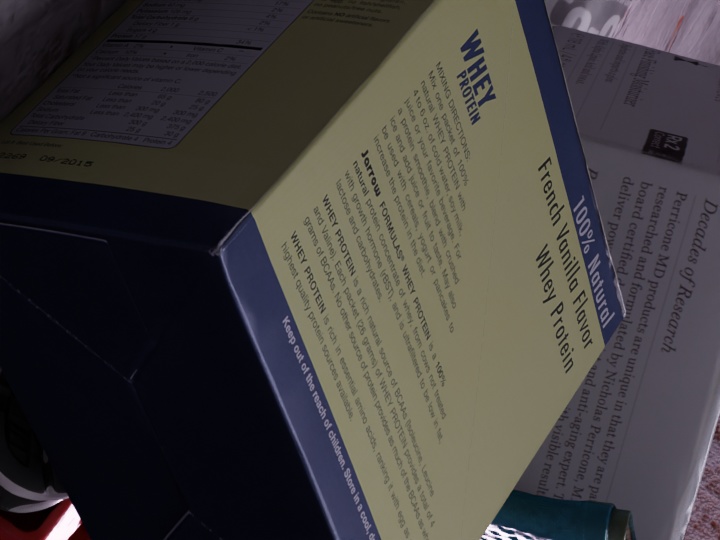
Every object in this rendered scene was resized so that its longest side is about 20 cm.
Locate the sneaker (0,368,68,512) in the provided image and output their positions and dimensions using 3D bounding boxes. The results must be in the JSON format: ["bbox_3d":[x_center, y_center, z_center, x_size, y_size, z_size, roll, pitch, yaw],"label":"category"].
[{"bbox_3d":[-0.099,0.020,0.811,0.200,0.074,0.079,-52,-175,-33],"label":"sneaker"}]

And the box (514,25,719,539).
[{"bbox_3d":[0.118,0.007,0.928,0.199,0.130,0.201,-55,159,-68],"label":"box"}]

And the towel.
[{"bbox_3d":[0.030,0.109,0.849,0.147,0.199,0.022,62,45,-62],"label":"towel"}]

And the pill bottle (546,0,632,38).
[{"bbox_3d":[0.098,-0.171,1.042,0.201,0.113,0.114,-62,168,10],"label":"pill bottle"}]

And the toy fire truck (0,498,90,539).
[{"bbox_3d":[-0.118,0.086,0.909,0.200,0.049,0.141,-51,165,-40],"label":"toy fire truck"}]

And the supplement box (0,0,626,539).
[{"bbox_3d":[-0.019,-0.002,0.716,0.200,0.134,0.201,-52,136,-36],"label":"supplement box"}]
